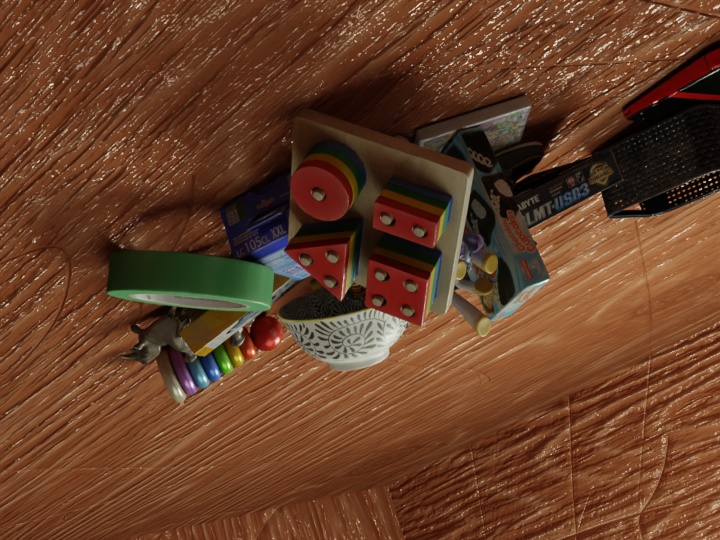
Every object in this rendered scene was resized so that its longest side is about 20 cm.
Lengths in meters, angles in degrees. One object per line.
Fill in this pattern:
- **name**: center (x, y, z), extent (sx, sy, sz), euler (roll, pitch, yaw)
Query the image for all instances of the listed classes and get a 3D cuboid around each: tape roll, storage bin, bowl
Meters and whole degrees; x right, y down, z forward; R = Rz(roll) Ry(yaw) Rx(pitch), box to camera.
- **tape roll**: center (-0.203, 0.014, 1.497), extent (0.197, 0.049, 0.200), euler (5, 174, 1)
- **storage bin**: center (0.434, -0.148, 1.718), extent (0.134, 0.095, 0.199), euler (-4, 166, -41)
- **bowl**: center (-0.010, 0.081, 1.751), extent (0.197, 0.096, 0.201), euler (-13, -167, 3)

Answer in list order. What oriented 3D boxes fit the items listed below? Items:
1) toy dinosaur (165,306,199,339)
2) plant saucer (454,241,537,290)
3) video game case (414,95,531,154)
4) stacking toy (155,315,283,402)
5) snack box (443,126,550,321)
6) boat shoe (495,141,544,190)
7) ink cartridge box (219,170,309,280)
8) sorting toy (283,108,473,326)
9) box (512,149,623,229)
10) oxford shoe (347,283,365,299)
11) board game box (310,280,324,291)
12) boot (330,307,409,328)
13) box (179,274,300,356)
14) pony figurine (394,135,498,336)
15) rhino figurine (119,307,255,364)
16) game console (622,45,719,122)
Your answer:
- **toy dinosaur**: center (-0.200, 0.019, 1.674), extent (0.199, 0.059, 0.101), euler (-39, 175, 18)
- **plant saucer**: center (0.136, -0.006, 1.636), extent (0.198, 0.033, 0.200), euler (-25, -175, 2)
- **video game case**: center (0.132, -0.148, 1.555), extent (0.141, 0.018, 0.200), euler (-18, 163, -6)
- **stacking toy**: center (-0.213, 0.126, 1.937), extent (0.198, 0.086, 0.086), euler (-25, 164, -4)
- **snack box**: center (0.148, -0.054, 1.483), extent (0.037, 0.203, 0.116), euler (-16, 163, -24)
- **boat shoe**: center (0.147, -0.100, 1.589), extent (0.197, 0.058, 0.067), euler (-23, 163, 10)
- **ink cartridge box**: center (-0.075, -0.059, 1.505), extent (0.135, 0.077, 0.199), euler (-26, 161, 20)
- **sorting toy**: center (0.006, -0.045, 1.325), extent (0.202, 0.196, 0.070), euler (96, 20, -43)
- **box**: center (0.208, -0.083, 1.625), extent (0.198, 0.050, 0.198), euler (-28, -176, -23)
- **oxford shoe**: center (0.000, 0.000, 1.670), extent (0.070, 0.074, 0.200), euler (-20, -176, 4)
- **board game box**: center (0.023, -0.013, 1.845), extent (0.095, 0.030, 0.199), euler (-1, 153, -48)
- **boot**: center (0.004, 0.071, 1.939), extent (0.151, 0.075, 0.203), euler (-8, 177, -11)
- **box**: center (-0.149, 0.039, 1.678), extent (0.199, 0.042, 0.119), euler (-40, 177, -4)
- **pony figurine**: center (0.065, -0.030, 1.457), extent (0.167, 0.199, 0.194), euler (-46, 136, -17)
- **rhino figurine**: center (-0.252, 0.086, 1.779), extent (0.197, 0.060, 0.088), euler (-20, 144, 4)
- **game console**: center (0.462, -0.241, 1.629), extent (0.198, 0.032, 0.176), euler (-3, 163, -41)
